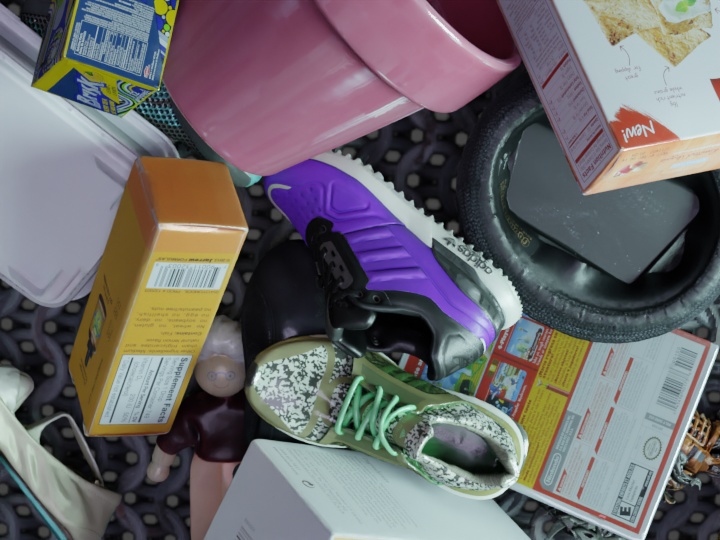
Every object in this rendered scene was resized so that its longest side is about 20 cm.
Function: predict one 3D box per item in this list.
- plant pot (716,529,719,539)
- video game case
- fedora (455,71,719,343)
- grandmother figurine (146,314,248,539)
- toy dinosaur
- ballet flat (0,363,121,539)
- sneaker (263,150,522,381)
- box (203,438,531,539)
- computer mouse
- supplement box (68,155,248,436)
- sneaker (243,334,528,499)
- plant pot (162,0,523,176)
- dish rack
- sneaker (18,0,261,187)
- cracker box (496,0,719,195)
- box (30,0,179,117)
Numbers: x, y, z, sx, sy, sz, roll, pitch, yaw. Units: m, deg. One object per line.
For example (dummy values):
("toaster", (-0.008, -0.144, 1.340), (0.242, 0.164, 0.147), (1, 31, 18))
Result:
("plant pot", (0.366, 0.208, 1.154), (0.192, 0.200, 0.198), (14, 105, -5))
("video game case", (0.125, 0.080, 1.156), (0.198, 0.017, 0.144), (22, 87, 11))
("fedora", (0.159, -0.054, 1.130), (0.198, 0.092, 0.203), (0, 106, -1))
("grandmother figurine", (-0.090, 0.127, 1.197), (0.120, 0.061, 0.202), (-9, 109, -14))
("toy dinosaur", (0.178, 0.128, 1.199), (0.198, 0.102, 0.137), (14, 91, 13))
("ballet flat", (-0.241, 0.109, 1.191), (0.069, 0.070, 0.201), (-36, 106, 9))
("sneaker", (0.000, 0.000, 1.106), (0.199, 0.070, 0.100), (34, 64, 19))
("box", (-0.004, 0.213, 1.147), (0.199, 0.106, 0.153), (11, 112, -41))
("computer mouse", (-0.030, 0.080, 1.163), (0.137, 0.052, 0.203), (-10, 102, -37))
("supplement box", (-0.137, 0.021, 1.116), (0.068, 0.067, 0.201), (3, 134, -28))
("sneaker", (0.022, 0.094, 1.094), (0.198, 0.089, 0.078), (18, 89, -7))
("plant pot", (-0.025, -0.160, 1.057), (0.178, 0.200, 0.200), (-34, 105, 25))
("dish rack", (-0.234, -0.071, 1.116), (0.199, 0.044, 0.172), (37, 122, -11))
("sneaker", (-0.146, -0.125, 1.125), (0.091, 0.078, 0.200), (-38, 101, 26))
("cracker box", (0.164, -0.155, 1.042), (0.133, 0.058, 0.202), (-12, 69, -26))
("box", (-0.142, -0.203, 1.040), (0.064, 0.070, 0.202), (18, 72, -24))
